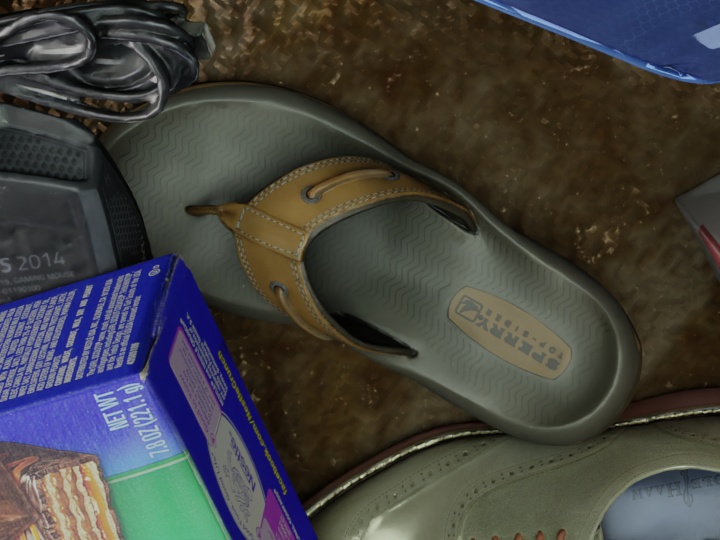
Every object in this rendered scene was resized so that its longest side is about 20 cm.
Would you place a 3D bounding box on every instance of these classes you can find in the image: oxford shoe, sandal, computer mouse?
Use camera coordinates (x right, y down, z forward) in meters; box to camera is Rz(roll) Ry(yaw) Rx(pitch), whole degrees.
[{"bbox_3d":[0.057,0.090,0.891,0.199,0.074,0.071,-19,104,2],"label":"oxford shoe"},{"bbox_3d":[0.000,0.000,0.869,0.199,0.055,0.082,30,99,4],"label":"sandal"},{"bbox_3d":[-0.105,-0.005,0.856,0.138,0.053,0.201,-3,122,7],"label":"computer mouse"}]

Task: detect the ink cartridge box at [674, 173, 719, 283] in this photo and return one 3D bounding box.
[{"bbox_3d":[0.185,0.057,0.868,0.067,0.117,0.200,-29,102,5],"label":"ink cartridge box"}]

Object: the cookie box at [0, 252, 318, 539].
[{"bbox_3d":[-0.120,0.107,0.851,0.199,0.075,0.172,-17,116,16],"label":"cookie box"}]

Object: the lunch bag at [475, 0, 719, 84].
[{"bbox_3d":[0.060,-0.156,0.789,0.199,0.132,0.136,20,120,-7],"label":"lunch bag"}]
